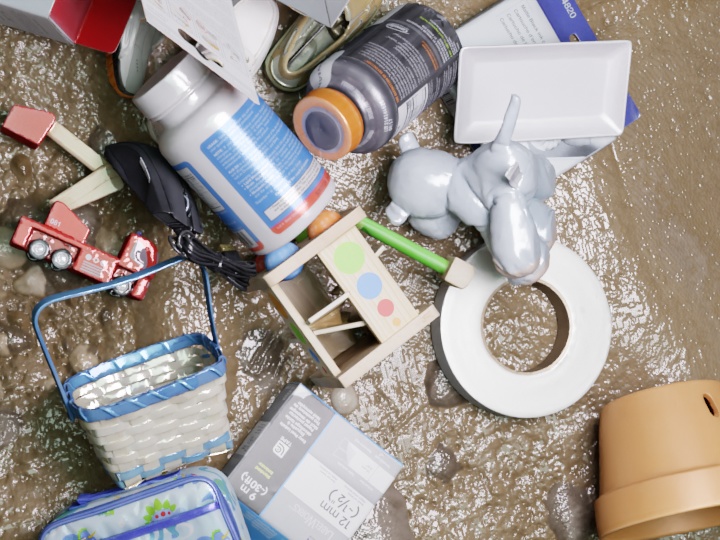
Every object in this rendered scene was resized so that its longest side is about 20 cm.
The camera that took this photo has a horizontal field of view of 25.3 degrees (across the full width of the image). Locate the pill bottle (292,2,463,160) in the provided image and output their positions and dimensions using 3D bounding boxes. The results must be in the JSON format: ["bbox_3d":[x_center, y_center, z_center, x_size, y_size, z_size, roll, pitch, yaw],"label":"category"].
[{"bbox_3d":[0.014,-0.189,1.644,0.106,0.106,0.200,54,47,-7],"label":"pill bottle"}]

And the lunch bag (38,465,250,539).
[{"bbox_3d":[-0.209,0.287,1.588,0.200,0.082,0.161,-17,95,3],"label":"lunch bag"}]

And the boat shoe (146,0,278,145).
[{"bbox_3d":[-0.144,-0.210,1.659,0.071,0.069,0.200,35,79,-12],"label":"boat shoe"}]

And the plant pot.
[{"bbox_3d":[0.339,0.203,1.722,0.200,0.200,0.140,-6,71,-16],"label":"plant pot"}]

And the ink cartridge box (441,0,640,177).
[{"bbox_3d":[0.194,-0.205,1.768,0.200,0.041,0.200,-34,96,-15],"label":"ink cartridge box"}]

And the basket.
[{"bbox_3d":[-0.219,0.099,1.580,0.176,0.139,0.200,-16,112,-17],"label":"basket"}]

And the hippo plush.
[{"bbox_3d":[0.107,-0.065,1.660,0.160,0.200,0.160,-2,71,19],"label":"hippo plush"}]

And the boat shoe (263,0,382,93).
[{"bbox_3d":[-0.023,-0.272,1.691,0.072,0.076,0.200,35,77,-9],"label":"boat shoe"}]

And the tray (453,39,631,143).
[{"bbox_3d":[0.193,-0.194,1.719,0.200,0.022,0.108,-4,113,-18],"label":"tray"}]

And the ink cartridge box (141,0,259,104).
[{"bbox_3d":[-0.179,-0.250,1.516,0.162,0.057,0.200,34,33,-44],"label":"ink cartridge box"}]

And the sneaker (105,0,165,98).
[{"bbox_3d":[-0.202,-0.271,1.647,0.092,0.076,0.200,13,86,-20],"label":"sneaker"}]

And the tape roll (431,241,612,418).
[{"bbox_3d":[0.177,0.061,1.752,0.202,0.037,0.203,1,86,-16],"label":"tape roll"}]

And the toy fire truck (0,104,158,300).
[{"bbox_3d":[-0.286,-0.068,1.623,0.200,0.049,0.141,24,81,-13],"label":"toy fire truck"}]

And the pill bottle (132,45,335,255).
[{"bbox_3d":[-0.127,-0.121,1.582,0.112,0.112,0.200,-45,107,-13],"label":"pill bottle"}]

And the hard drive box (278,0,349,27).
[{"bbox_3d":[-0.061,-0.365,1.634,0.156,0.077,0.200,27,46,-11],"label":"hard drive box"}]

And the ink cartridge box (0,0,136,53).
[{"bbox_3d":[-0.296,-0.336,1.582,0.175,0.084,0.200,17,82,12],"label":"ink cartridge box"}]

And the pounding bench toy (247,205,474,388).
[{"bbox_3d":[0.000,0.000,1.660,0.200,0.124,0.156,-37,97,-14],"label":"pounding bench toy"}]

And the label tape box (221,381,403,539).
[{"bbox_3d":[-0.073,0.237,1.659,0.143,0.066,0.200,39,77,-10],"label":"label tape box"}]

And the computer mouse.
[{"bbox_3d":[-0.171,-0.062,1.613,0.046,0.200,0.140,-47,140,8],"label":"computer mouse"}]
